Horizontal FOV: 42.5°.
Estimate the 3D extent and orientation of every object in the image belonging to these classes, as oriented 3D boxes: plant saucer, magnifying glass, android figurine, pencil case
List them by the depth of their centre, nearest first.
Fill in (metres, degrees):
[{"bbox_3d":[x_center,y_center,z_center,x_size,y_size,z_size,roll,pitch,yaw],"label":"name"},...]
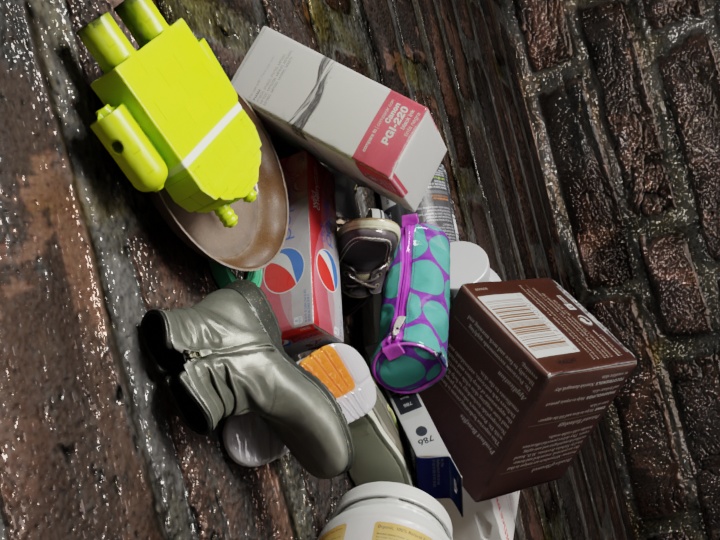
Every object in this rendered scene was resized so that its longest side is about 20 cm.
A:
[{"bbox_3d":[-0.150,-0.130,0.774,0.201,0.041,0.182,57,31,-22],"label":"android figurine"},{"bbox_3d":[-0.137,-0.092,0.847,0.200,0.032,0.202,37,44,-45],"label":"plant saucer"},{"bbox_3d":[-0.128,-0.069,0.911,0.080,0.022,0.202,32,49,-61],"label":"magnifying glass"},{"bbox_3d":[0.061,0.037,1.062,0.201,0.084,0.093,-84,156,-42],"label":"pencil case"}]

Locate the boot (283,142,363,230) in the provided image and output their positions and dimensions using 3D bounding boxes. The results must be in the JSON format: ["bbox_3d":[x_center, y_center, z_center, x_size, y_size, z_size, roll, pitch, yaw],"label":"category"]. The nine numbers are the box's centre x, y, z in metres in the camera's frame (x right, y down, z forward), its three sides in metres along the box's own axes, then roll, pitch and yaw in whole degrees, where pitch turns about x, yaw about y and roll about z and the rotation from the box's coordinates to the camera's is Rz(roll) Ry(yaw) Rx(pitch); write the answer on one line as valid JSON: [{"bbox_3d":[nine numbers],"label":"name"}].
[{"bbox_3d":[-0.019,-0.087,1.126,0.200,0.073,0.152,20,56,-61],"label":"boot"}]

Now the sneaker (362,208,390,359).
[{"bbox_3d":[0.042,0.020,1.181,0.078,0.079,0.202,127,-37,-67],"label":"sneaker"}]

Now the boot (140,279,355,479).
[{"bbox_3d":[-0.097,0.108,0.766,0.201,0.068,0.130,56,33,3],"label":"boot"}]

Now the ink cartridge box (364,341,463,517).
[{"bbox_3d":[0.059,0.184,1.061,0.100,0.039,0.201,82,-16,-48],"label":"ink cartridge box"}]

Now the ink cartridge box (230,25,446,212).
[{"bbox_3d":[-0.021,-0.154,0.964,0.085,0.199,0.146,-61,164,-2],"label":"ink cartridge box"}]

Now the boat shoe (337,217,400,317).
[{"bbox_3d":[0.000,0.000,1.032,0.200,0.071,0.065,124,-30,-67],"label":"boat shoe"}]

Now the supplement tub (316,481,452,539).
[{"bbox_3d":[0.016,0.310,0.850,0.201,0.143,0.145,-73,143,-54],"label":"supplement tub"}]

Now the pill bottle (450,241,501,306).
[{"bbox_3d":[0.139,0.059,1.232,0.201,0.111,0.113,74,16,-46],"label":"pill bottle"}]

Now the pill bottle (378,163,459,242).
[{"bbox_3d":[0.088,-0.048,1.335,0.106,0.105,0.202,25,54,-64],"label":"pill bottle"}]

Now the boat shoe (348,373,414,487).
[{"bbox_3d":[0.012,0.181,1.029,0.203,0.072,0.060,63,28,-21],"label":"boat shoe"}]

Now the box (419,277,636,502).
[{"bbox_3d":[0.185,0.137,1.110,0.163,0.201,0.166,-3,39,-39],"label":"box"}]

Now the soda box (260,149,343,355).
[{"bbox_3d":[-0.065,-0.019,0.964,0.063,0.070,0.202,37,43,-54],"label":"soda box"}]

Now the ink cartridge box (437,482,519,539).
[{"bbox_3d":[0.155,0.273,1.233,0.200,0.082,0.148,-61,138,-60],"label":"ink cartridge box"}]

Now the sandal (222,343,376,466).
[{"bbox_3d":[-0.067,0.129,0.891,0.206,0.059,0.080,-20,87,-48],"label":"sandal"}]
